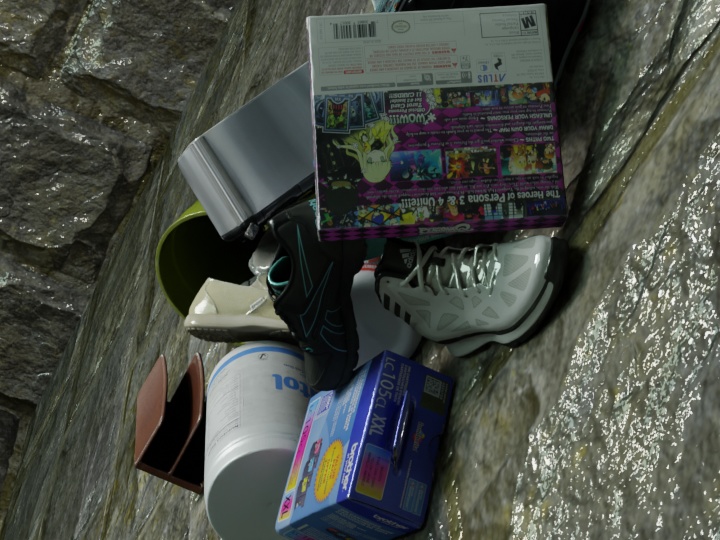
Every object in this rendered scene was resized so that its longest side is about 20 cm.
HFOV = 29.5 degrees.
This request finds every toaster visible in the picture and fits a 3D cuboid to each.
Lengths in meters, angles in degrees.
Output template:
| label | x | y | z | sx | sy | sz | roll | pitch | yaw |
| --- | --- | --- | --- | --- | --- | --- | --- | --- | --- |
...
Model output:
| label | x | y | z | sx | sy | sz | roll | pitch | yaw |
| --- | --- | --- | --- | --- | --- | --- | --- | --- | --- |
| toaster | -0.094 | -0.125 | 1.483 | 0.180 | 0.119 | 0.200 | -37 | 5 | -12 |

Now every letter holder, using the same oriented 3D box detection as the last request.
| label | x | y | z | sx | sy | sz | roll | pitch | yaw |
| --- | --- | --- | --- | --- | --- | --- | --- | --- | --- |
| letter holder | -0.232 | 0.179 | 1.860 | 0.143 | 0.100 | 0.200 | -60 | 18 | 16 |

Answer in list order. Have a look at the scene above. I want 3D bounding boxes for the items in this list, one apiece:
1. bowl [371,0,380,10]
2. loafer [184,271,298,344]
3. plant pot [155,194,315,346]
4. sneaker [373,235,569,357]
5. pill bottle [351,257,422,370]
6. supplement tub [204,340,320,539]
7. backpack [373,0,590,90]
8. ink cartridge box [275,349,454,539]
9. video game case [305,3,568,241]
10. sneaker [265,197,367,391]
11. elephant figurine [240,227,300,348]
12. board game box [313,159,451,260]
| label | x | y | z | sx | sy | sz | roll | pitch | yaw |
| --- | --- | --- | --- | --- | --- | --- | --- | --- | --- |
| bowl | 0.091 | -0.269 | 1.385 | 0.106 | 0.203 | 0.200 | -24 | 13 | -10 |
| loafer | -0.087 | 0.038 | 1.432 | 0.076 | 0.197 | 0.069 | 70 | -157 | -74 |
| plant pot | -0.132 | -0.045 | 1.723 | 0.201 | 0.199 | 0.194 | -53 | 10 | 39 |
| sneaker | 0.075 | 0.009 | 1.089 | 0.200 | 0.114 | 0.077 | -37 | 33 | 59 |
| pill bottle | 0.000 | 0.000 | 1.337 | 0.117 | 0.115 | 0.201 | -57 | 19 | 28 |
| supplement tub | -0.091 | 0.173 | 1.371 | 0.133 | 0.131 | 0.201 | -60 | 19 | 22 |
| backpack | 0.104 | -0.228 | 1.212 | 0.202 | 0.176 | 0.150 | -63 | 22 | -1 |
| ink cartridge box | 0.009 | 0.158 | 1.179 | 0.200 | 0.076 | 0.138 | -36 | 34 | 57 |
| video game case | 0.059 | -0.119 | 1.092 | 0.036 | 0.197 | 0.184 | 91 | 175 | -74 |
| sneaker | -0.043 | 0.021 | 1.157 | 0.076 | 0.078 | 0.202 | -123 | 28 | -48 |
| elephant figurine | -0.058 | 0.006 | 1.544 | 0.201 | 0.154 | 0.141 | -56 | -26 | 1 |
| board game box | 0.044 | -0.078 | 1.261 | 0.200 | 0.150 | 0.046 | -117 | 11 | -68 |
